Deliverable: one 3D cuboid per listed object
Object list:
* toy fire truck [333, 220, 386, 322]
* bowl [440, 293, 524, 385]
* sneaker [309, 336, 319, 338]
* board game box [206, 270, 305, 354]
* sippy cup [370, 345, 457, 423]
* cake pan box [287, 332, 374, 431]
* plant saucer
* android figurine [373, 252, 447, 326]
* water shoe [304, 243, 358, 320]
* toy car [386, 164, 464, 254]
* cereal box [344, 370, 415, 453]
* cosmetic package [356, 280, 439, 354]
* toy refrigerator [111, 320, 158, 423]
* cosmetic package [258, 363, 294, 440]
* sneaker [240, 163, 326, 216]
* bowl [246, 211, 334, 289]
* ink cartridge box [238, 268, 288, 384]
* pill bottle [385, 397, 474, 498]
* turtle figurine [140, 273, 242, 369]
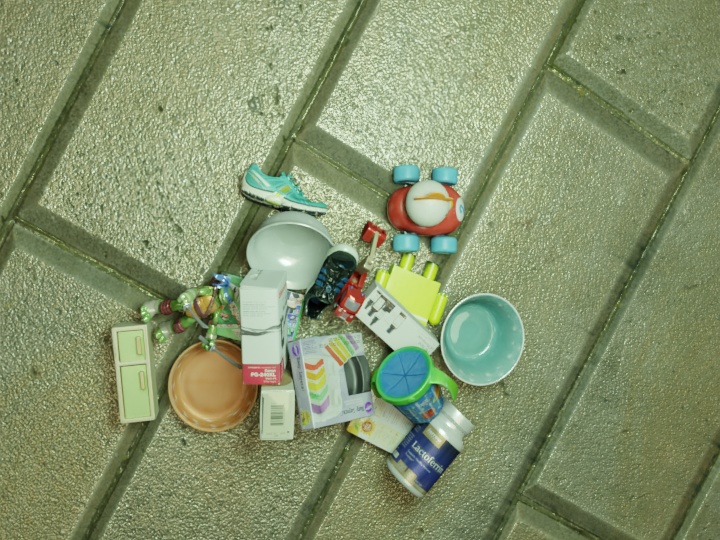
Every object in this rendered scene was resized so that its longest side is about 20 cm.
[{"bbox_3d":[0.000,0.000,1.548,0.048,0.202,0.142,27,122,-14],"label":"toy fire truck"},{"bbox_3d":[0.262,0.148,1.627,0.194,0.105,0.208,-1,95,-10],"label":"bowl"},{"bbox_3d":[-0.089,0.250,1.585,0.075,0.091,0.207,-6,96,-9],"label":"sneaker"},{"bbox_3d":[-0.229,0.094,1.579,0.195,0.029,0.138,16,93,-11],"label":"board game box"},{"bbox_3d":[0.117,0.258,1.546,0.139,0.177,0.131,-41,130,-10],"label":"sippy cup"},{"bbox_3d":[-0.058,0.235,1.540,0.197,0.052,0.190,1,77,-46],"label":"cake pan box"},{"bbox_3d":[-0.322,0.251,1.574,0.194,0.037,0.207,-1,96,-9],"label":"plant saucer"},{"bbox_3d":[0.106,0.067,1.628,0.178,0.041,0.205,22,90,-11],"label":"android figurine"},{"bbox_3d":[-0.060,0.030,1.491,0.070,0.080,0.201,20,135,-13],"label":"water shoe"},{"bbox_3d":[0.155,-0.138,1.523,0.171,0.200,0.191,2,87,-9],"label":"toy car"},{"bbox_3d":[0.080,0.342,1.648,0.197,0.040,0.147,29,90,-12],"label":"cereal box"},{"bbox_3d":[0.078,0.122,1.581,0.199,0.051,0.083,42,100,-15],"label":"cosmetic package"},{"bbox_3d":[-0.481,0.216,1.527,0.073,0.070,0.207,-4,95,-8],"label":"toy refrigerator"},{"bbox_3d":[-0.180,0.273,1.515,0.069,0.200,0.109,1,97,-9],"label":"cosmetic package"},{"bbox_3d":[-0.160,-0.170,1.546,0.195,0.077,0.082,20,79,-12],"label":"sneaker"},{"bbox_3d":[-0.143,-0.059,1.528,0.194,0.092,0.204,1,138,1],"label":"bowl"},{"bbox_3d":[-0.198,0.113,1.483,0.081,0.146,0.206,1,104,1],"label":"ink cartridge box"},{"bbox_3d":[0.157,0.390,1.588,0.115,0.116,0.201,41,87,-10],"label":"pill bottle"},{"bbox_3d":[-0.354,0.108,1.475,0.189,0.144,0.206,-13,71,18],"label":"turtle figurine"}]
